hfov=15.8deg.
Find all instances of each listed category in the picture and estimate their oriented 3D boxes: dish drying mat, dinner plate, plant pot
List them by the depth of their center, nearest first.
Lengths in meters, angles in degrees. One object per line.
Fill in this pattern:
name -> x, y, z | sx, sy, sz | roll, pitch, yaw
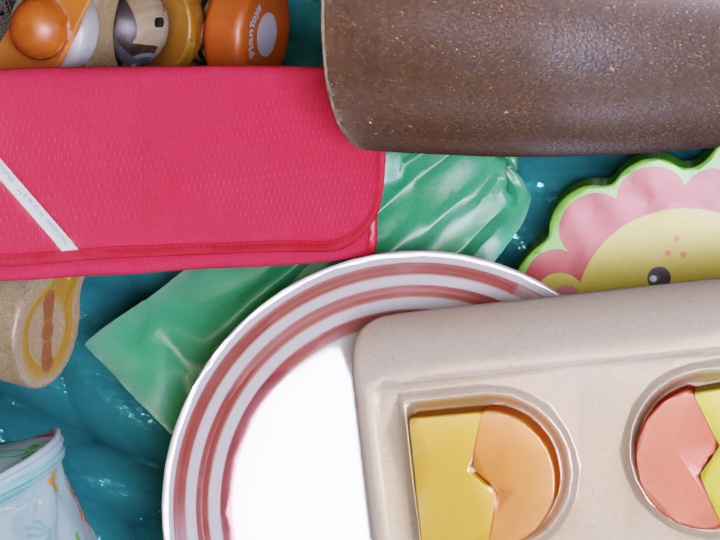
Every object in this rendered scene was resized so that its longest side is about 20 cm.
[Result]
plant pot -> 0.111, -0.117, 0.952 | 0.200, 0.187, 0.187 | 12, 94, 16
dish drying mat -> -0.071, -0.037, 0.959 | 0.200, 0.018, 0.077 | -4, 97, -38
dinner plate -> 0.022, 0.092, 1.018 | 0.200, 0.024, 0.201 | 0, 89, -2

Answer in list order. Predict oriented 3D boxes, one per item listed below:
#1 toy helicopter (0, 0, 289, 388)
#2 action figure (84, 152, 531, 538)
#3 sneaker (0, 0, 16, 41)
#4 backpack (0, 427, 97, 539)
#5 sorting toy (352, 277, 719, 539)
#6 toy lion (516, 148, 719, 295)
toy helicopter -> -0.104, -0.054, 0.987 | 0.079, 0.132, 0.200 | 11, 73, 22
action figure -> 0.000, 0.000, 1.053 | 0.118, 0.055, 0.200 | 45, 93, 1
sneaker -> -0.161, -0.064, 1.023 | 0.075, 0.114, 0.201 | 5, 94, 10
backpack -> -0.191, 0.120, 0.978 | 0.177, 0.200, 0.151 | -23, 98, -39
sorting toy -> 0.095, 0.108, 0.974 | 0.185, 0.036, 0.200 | -6, 89, 11
toy lion -> 0.170, 0.018, 1.048 | 0.200, 0.069, 0.192 | 34, 101, 0
